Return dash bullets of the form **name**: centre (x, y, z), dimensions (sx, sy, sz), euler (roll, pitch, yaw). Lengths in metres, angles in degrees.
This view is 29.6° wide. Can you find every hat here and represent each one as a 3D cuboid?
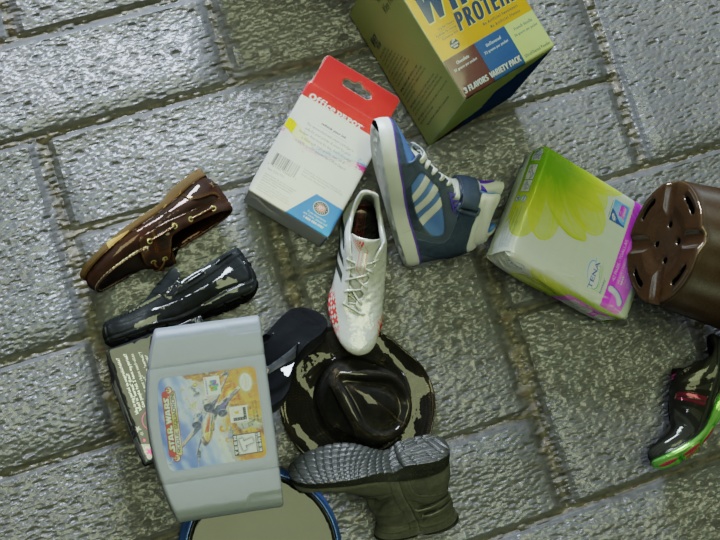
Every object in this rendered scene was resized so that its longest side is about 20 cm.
- **hat**: centre (0.001, 0.158, 1.630), dimensions (0.197, 0.081, 0.204), euler (1, 80, -9)

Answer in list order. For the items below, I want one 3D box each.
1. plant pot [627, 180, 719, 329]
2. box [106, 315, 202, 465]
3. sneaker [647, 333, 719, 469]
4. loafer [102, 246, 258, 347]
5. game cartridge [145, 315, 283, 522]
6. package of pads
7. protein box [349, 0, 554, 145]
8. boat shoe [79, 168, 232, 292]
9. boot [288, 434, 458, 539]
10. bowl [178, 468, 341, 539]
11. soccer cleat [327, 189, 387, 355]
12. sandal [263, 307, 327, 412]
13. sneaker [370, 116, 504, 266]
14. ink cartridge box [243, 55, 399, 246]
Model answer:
- **plant pot**: centre (0.445, -0.013, 1.656), dimensions (0.195, 0.200, 0.204), euler (13, 78, -21)
- **box**: centre (-0.215, 0.142, 1.533), dimensions (0.113, 0.200, 0.134), euler (-20, 85, -11)
- **sneaker**: centre (0.416, 0.166, 1.714), dimensions (0.083, 0.077, 0.201), euler (34, 72, 16)
- **loafer**: centre (-0.219, 0.033, 1.624), dimensions (0.198, 0.068, 0.071), euler (-23, 77, -18)
- **game cartridge**: centre (-0.157, 0.155, 1.422), dimensions (0.131, 0.042, 0.203), euler (-7, 84, -16)
- **package of pads**: centre (0.266, -0.039, 1.699), dimensions (0.198, 0.068, 0.156), euler (28, 75, -19)
- **protein box**: centre (0.106, -0.296, 1.668), dimensions (0.134, 0.199, 0.202), euler (-31, 86, -14)
- **boat shoe**: centre (-0.242, -0.037, 1.627), dimensions (0.199, 0.070, 0.070), euler (-41, 85, -14)
- **boot**: centre (0.018, 0.271, 1.601), dimensions (0.196, 0.068, 0.132), euler (-6, 122, -1)
- **bowl**: centre (-0.117, 0.332, 1.600), dimensions (0.197, 0.039, 0.204), euler (2, 80, -10)
- **soccer cleat**: centre (0.000, 0.000, 1.641), dimensions (0.067, 0.085, 0.203), euler (7, 68, -7)
- **sandal**: centre (-0.101, 0.097, 1.588), dimensions (0.075, 0.043, 0.201), euler (18, 38, 12)
- **sneaker**: centre (0.099, -0.110, 1.652), dimensions (0.144, 0.081, 0.203), euler (-18, 116, -6)
- **ink cartridge box**: centre (-0.047, -0.148, 1.683), dimensions (0.115, 0.067, 0.202), euler (30, 77, -4)
